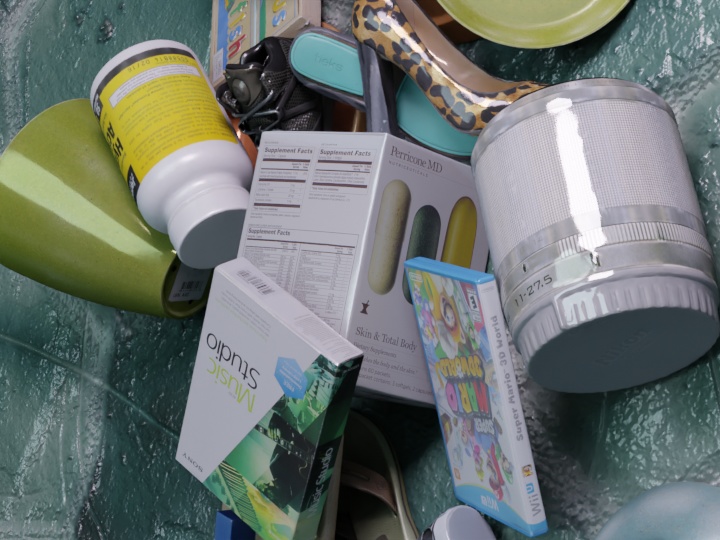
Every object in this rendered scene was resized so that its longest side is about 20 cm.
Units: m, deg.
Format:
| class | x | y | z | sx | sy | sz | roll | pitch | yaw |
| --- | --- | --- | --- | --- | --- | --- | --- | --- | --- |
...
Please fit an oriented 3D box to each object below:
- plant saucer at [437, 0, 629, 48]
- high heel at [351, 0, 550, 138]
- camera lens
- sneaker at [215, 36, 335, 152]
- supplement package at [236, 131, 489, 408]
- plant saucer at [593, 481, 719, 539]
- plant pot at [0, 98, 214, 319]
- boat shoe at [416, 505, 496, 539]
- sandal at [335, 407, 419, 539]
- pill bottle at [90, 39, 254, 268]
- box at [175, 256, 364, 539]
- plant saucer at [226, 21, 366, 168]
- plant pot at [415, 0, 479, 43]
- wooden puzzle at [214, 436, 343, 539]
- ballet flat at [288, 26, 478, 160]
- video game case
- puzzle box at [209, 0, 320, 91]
| class | x | y | z | sx | sy | sz | roll | pitch | yaw |
| --- | --- | --- | --- | --- | --- | --- | --- | --- | --- |
| plant saucer | 0.138 | -0.279 | 1.582 | 0.031 | 0.199 | 0.201 | -146 | 75 | -86 |
| high heel | 0.088 | -0.183 | 1.604 | 0.199 | 0.071 | 0.143 | -3 | 99 | 19 |
| camera lens | 0.174 | -0.030 | 1.455 | 0.160 | 0.160 | 0.201 | -31 | 57 | 35 |
| sneaker | -0.076 | -0.114 | 1.720 | 0.076 | 0.114 | 0.201 | -13 | 70 | 44 |
| supplement package | 0.000 | 0.000 | 1.627 | 0.150 | 0.151 | 0.201 | 5 | 81 | 45 |
| plant saucer | 0.218 | 0.249 | 1.408 | 0.200 | 0.039 | 0.202 | -16 | 66 | 41 |
| plant pot | -0.225 | -0.039 | 1.873 | 0.200 | 0.187 | 0.188 | 31 | 100 | 30 |
| boat shoe | 0.085 | 0.284 | 1.509 | 0.068 | 0.073 | 0.200 | -43 | 57 | 38 |
| sandal | -0.002 | 0.193 | 1.637 | 0.080 | 0.057 | 0.202 | -46 | 49 | 25 |
| pill bottle | -0.162 | -0.103 | 1.770 | 0.111 | 0.111 | 0.201 | -46 | 54 | 25 |
| box | -0.076 | 0.110 | 1.557 | 0.144 | 0.036 | 0.201 | 37 | 130 | 31 |
| plant saucer | -0.060 | -0.131 | 1.815 | 0.199 | 0.037 | 0.201 | -16 | 66 | 41 |
| plant pot | 0.055 | -0.311 | 1.681 | 0.199 | 0.140 | 0.201 | -17 | 65 | 42 |
| wooden puzzle | -0.081 | 0.204 | 1.667 | 0.200 | 0.046 | 0.186 | 22 | 110 | 58 |
| ballet flat | 0.032 | -0.155 | 1.691 | 0.199 | 0.073 | 0.073 | 26 | 98 | 10 |
| video game case | 0.087 | 0.094 | 1.503 | 0.143 | 0.018 | 0.201 | -164 | 59 | -68 |
| puzzle box | -0.091 | -0.269 | 1.863 | 0.133 | 0.025 | 0.201 | -34 | 40 | 32 |
